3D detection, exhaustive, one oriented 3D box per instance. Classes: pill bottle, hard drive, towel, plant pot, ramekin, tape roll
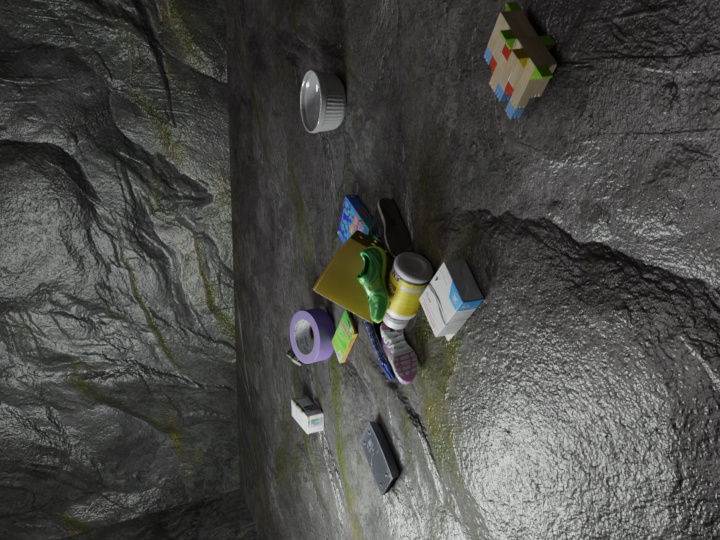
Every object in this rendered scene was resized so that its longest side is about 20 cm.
[{"bbox_3d":[0.120,0.061,1.539,0.112,0.108,0.204,59,145,41],"label":"pill bottle"},{"bbox_3d":[0.062,0.613,1.851,0.203,0.041,0.137,63,147,37],"label":"hard drive"},{"bbox_3d":[0.055,0.230,1.746,0.146,0.023,0.204,64,-176,-58],"label":"towel"},{"bbox_3d":[0.000,0.000,1.643,0.180,0.196,0.200,-63,-3,16],"label":"plant pot"},{"bbox_3d":[-0.127,-0.578,1.932,0.199,0.102,0.207,23,116,60],"label":"ramekin"},{"bbox_3d":[-0.188,0.254,2.197,0.197,0.083,0.207,8,100,48],"label":"tape roll"}]

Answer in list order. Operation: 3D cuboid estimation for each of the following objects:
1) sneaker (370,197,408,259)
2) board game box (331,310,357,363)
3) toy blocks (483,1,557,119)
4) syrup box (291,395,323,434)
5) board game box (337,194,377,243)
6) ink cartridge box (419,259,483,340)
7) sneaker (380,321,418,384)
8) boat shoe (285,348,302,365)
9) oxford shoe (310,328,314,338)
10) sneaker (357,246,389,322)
[{"bbox_3d":[0.084,-0.100,1.639,0.107,0.072,0.205,114,151,-53],"label":"sneaker"},{"bbox_3d":[-0.057,0.240,2.043,0.202,0.029,0.097,110,144,-47],"label":"board game box"},{"bbox_3d":[0.302,-0.398,1.104,0.138,0.097,0.204,107,148,-58],"label":"toy blocks"},{"bbox_3d":[-0.229,0.619,2.421,0.199,0.077,0.084,20,112,62],"label":"syrup box"},{"bbox_3d":[-0.009,-0.129,1.845,0.201,0.044,0.155,56,143,44],"label":"board game box"},{"bbox_3d":[0.213,0.082,1.397,0.202,0.066,0.118,116,140,-48],"label":"ink cartridge box"},{"bbox_3d":[0.109,0.249,1.651,0.090,0.078,0.203,103,154,-46],"label":"sneaker"},{"bbox_3d":[-0.285,0.377,2.514,0.064,0.073,0.201,-61,13,-9],"label":"boat shoe"},{"bbox_3d":[-0.222,0.262,2.374,0.198,0.070,0.076,11,137,59],"label":"oxford shoe"},{"bbox_3d":[0.028,0.038,1.510,0.074,0.081,0.207,-17,75,61],"label":"sneaker"}]
